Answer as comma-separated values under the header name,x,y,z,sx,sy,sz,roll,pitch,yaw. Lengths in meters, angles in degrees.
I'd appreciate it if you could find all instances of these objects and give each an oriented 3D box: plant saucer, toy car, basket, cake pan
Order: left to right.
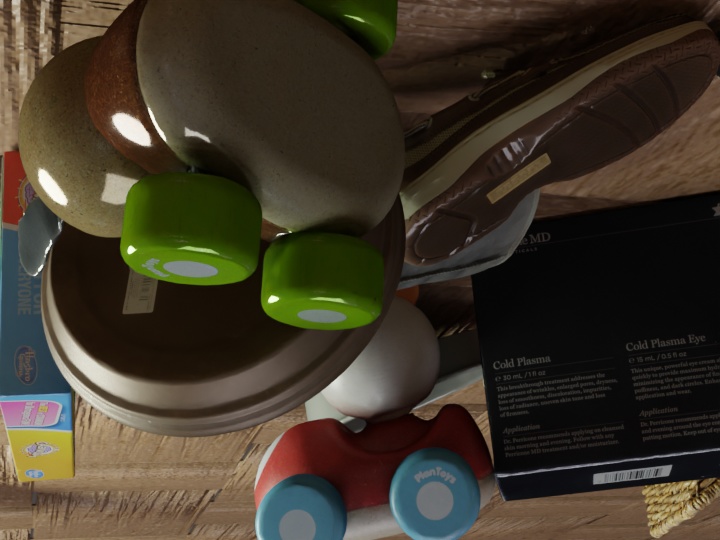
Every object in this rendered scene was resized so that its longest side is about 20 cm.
name,x,y,z,sx,sy,sz,roll,pitch,yaw
toy car,-0.094,-0.059,0.525,0.199,0.166,0.157,-10,158,38
plant saucer,-0.076,-0.013,0.570,0.198,0.202,0.030,-9,149,10
toy car,-0.002,0.093,0.816,0.175,0.202,0.184,-12,176,4
cake pan,0.037,0.102,0.989,0.199,0.037,0.200,-21,169,-4
basket,0.404,0.213,1.261,0.141,0.150,0.200,-4,156,-2

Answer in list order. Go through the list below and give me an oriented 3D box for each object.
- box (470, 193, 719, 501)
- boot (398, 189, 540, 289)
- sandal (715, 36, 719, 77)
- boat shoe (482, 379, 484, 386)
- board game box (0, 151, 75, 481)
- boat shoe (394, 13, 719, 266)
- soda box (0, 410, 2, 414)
name,x,y,z,sx,sy,sz,roll,pitch,yaw
box,0.187,0.059,0.812,0.198,0.184,0.104,-8,158,9
boot,0.001,0.002,0.700,0.199,0.073,0.182,-21,161,-42
sandal,0.288,-0.118,0.586,0.198,0.048,0.075,-5,157,0
boat shoe,0.218,0.112,1.078,0.198,0.077,0.072,-11,156,16
board game box,-0.207,0.038,0.722,0.040,0.154,0.200,0,157,-14
boat shoe,0.091,-0.087,0.597,0.201,0.075,0.075,-30,147,0
soda box,-0.370,0.068,0.865,0.198,0.069,0.064,6,155,-25
